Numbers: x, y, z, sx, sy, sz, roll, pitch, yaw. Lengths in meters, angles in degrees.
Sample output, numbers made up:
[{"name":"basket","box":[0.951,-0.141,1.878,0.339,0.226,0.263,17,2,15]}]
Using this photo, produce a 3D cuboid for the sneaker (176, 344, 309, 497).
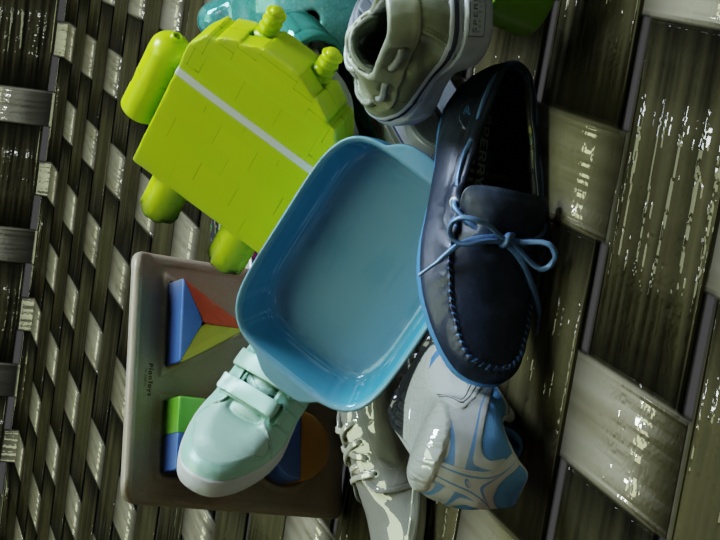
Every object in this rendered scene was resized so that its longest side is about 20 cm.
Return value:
[{"name":"sneaker","box":[-0.065,0.060,1.209,0.201,0.073,0.119,-49,-26,-35]}]

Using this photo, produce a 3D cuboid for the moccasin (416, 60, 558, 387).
[{"name":"moccasin","box":[0.073,-0.034,1.017,0.068,0.080,0.202,139,133,-58]}]

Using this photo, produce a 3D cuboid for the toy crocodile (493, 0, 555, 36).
[{"name":"toy crocodile","box":[0.110,-0.231,0.977,0.062,0.067,0.202,-127,46,-63]}]

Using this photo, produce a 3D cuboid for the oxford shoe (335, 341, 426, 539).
[{"name":"oxford shoe","box":[0.012,0.127,1.191,0.075,0.057,0.202,142,129,-63]}]

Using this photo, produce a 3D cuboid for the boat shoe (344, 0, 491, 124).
[{"name":"boat shoe","box":[0.022,-0.136,1.022,0.200,0.061,0.073,143,128,-74]}]

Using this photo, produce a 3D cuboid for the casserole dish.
[{"name":"casserole dish","box":[0.000,0.000,1.120,0.201,0.121,0.039,-56,-9,27]}]

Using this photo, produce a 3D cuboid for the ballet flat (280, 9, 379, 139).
[{"name":"ballet flat","box":[-0.016,-0.085,1.194,0.201,0.067,0.070,65,174,-25]}]

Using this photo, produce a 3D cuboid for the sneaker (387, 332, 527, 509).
[{"name":"sneaker","box":[0.061,0.089,1.050,0.072,0.072,0.200,-61,11,18]}]

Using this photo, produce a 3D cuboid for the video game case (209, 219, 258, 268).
[{"name":"video game case","box":[-0.099,0.007,1.496,0.182,0.035,0.202,117,150,-60]}]

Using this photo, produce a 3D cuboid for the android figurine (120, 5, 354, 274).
[{"name":"android figurine","box":[-0.078,-0.090,1.160,0.201,0.181,0.041,-58,-5,39]}]

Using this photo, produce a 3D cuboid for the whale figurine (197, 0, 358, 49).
[{"name":"whale figurine","box":[-0.053,-0.160,1.303,0.201,0.158,0.104,-63,7,8]}]

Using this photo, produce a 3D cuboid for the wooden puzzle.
[{"name":"wooden puzzle","box":[-0.085,0.087,1.292,0.046,0.199,0.187,-17,68,52]}]

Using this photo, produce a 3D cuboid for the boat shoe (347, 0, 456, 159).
[{"name":"boat shoe","box":[0.030,-0.118,1.184,0.201,0.071,0.062,-107,24,-47]}]
